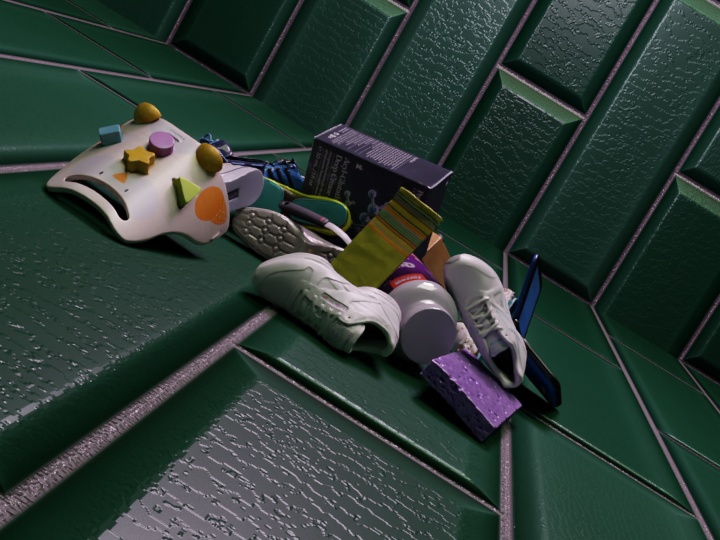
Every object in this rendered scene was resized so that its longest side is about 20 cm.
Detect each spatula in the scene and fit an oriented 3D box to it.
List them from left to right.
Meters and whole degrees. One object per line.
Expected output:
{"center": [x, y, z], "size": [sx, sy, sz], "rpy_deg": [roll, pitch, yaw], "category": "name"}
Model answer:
{"center": [-0.036, -0.054, 1.516], "size": [0.199, 0.021, 0.056], "rpy_deg": [30, 42, 22], "category": "spatula"}

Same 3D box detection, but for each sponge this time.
{"center": [0.145, 0.154, 1.382], "size": [0.112, 0.030, 0.200], "rpy_deg": [47, 13, 12], "category": "sponge"}

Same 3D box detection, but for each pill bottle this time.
{"center": [0.063, 0.050, 1.464], "size": [0.112, 0.113, 0.200], "rpy_deg": [27, 10, -22], "category": "pill bottle"}

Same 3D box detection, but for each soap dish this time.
{"center": [0.082, -0.026, 1.825], "size": [0.200, 0.081, 0.158], "rpy_deg": [40, -15, 46], "category": "soap dish"}

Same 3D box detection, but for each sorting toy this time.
{"center": [-0.272, -0.102, 1.285], "size": [0.199, 0.108, 0.180], "rpy_deg": [33, 37, 11], "category": "sorting toy"}

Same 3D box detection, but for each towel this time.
{"center": [0.017, -0.021, 1.451], "size": [0.086, 0.200, 0.018], "rpy_deg": [37, -11, 37], "category": "towel"}

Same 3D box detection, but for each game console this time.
{"center": [0.283, 0.097, 1.647], "size": [0.171, 0.118, 0.200], "rpy_deg": [51, -1, 19], "category": "game console"}

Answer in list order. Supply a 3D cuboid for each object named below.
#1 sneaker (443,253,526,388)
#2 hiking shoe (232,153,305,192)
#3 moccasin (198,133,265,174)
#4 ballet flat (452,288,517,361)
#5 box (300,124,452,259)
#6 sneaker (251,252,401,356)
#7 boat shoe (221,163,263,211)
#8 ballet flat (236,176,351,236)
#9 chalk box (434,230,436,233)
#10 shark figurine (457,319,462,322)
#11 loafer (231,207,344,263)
{"center": [0.173, 0.068, 1.445], "size": [0.202, 0.070, 0.080], "rpy_deg": [59, 12, -18], "category": "sneaker"}
{"center": [-0.158, -0.177, 1.984], "size": [0.198, 0.087, 0.074], "rpy_deg": [26, 11, -28], "category": "hiking shoe"}
{"center": [-0.249, -0.197, 1.861], "size": [0.199, 0.069, 0.080], "rpy_deg": [18, 16, -47], "category": "moccasin"}
{"center": [0.168, 0.089, 1.575], "size": [0.063, 0.076, 0.200], "rpy_deg": [24, 39, 14], "category": "ballet flat"}
{"center": [0.016, -0.110, 1.646], "size": [0.198, 0.150, 0.107], "rpy_deg": [24, 26, 15], "category": "box"}
{"center": [-0.038, 0.043, 1.311], "size": [0.198, 0.075, 0.100], "rpy_deg": [21, 30, -12], "category": "sneaker"}
{"center": [-0.223, -0.115, 1.478], "size": [0.085, 0.076, 0.201], "rpy_deg": [20, 26, 26], "category": "boat shoe"}
{"center": [-0.110, -0.090, 1.597], "size": [0.197, 0.068, 0.067], "rpy_deg": [15, -12, 2], "category": "ballet flat"}
{"center": [0.062, -0.076, 2.048], "size": [0.123, 0.125, 0.200], "rpy_deg": [27, 12, -19], "category": "chalk box"}
{"center": [0.078, 0.033, 1.678], "size": [0.127, 0.090, 0.214], "rpy_deg": [20, 13, -42], "category": "shark figurine"}
{"center": [-0.094, -0.031, 1.552], "size": [0.198, 0.071, 0.070], "rpy_deg": [28, -10, -8], "category": "loafer"}
